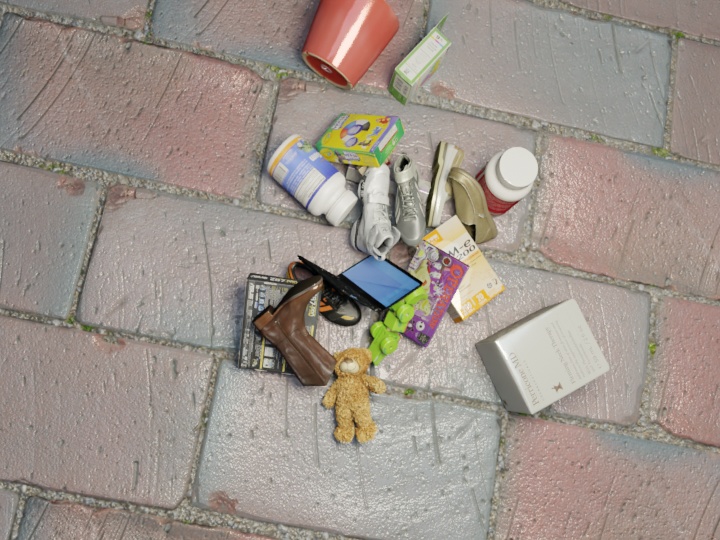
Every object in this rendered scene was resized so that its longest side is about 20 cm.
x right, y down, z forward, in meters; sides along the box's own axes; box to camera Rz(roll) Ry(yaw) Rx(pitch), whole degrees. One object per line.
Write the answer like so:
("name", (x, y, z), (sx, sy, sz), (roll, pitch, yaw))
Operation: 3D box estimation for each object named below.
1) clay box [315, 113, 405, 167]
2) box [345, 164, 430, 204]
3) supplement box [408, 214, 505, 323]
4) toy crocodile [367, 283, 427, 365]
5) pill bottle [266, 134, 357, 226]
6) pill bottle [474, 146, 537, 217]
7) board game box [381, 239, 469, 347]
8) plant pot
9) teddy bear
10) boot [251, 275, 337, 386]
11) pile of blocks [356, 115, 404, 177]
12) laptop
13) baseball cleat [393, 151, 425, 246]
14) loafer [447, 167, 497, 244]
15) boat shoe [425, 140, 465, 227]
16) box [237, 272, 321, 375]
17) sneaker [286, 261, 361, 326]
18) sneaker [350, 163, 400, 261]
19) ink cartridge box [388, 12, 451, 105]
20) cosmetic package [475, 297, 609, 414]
("clay box", (-0.012, -0.292, 1.354), (0.197, 0.048, 0.116), (15, 58, 37))
("box", (0.064, -0.207, 1.411), (0.196, 0.042, 0.039), (17, 52, -2))
("supplement box", (0.215, -0.002, 1.378), (0.125, 0.074, 0.202), (-33, 85, -10))
("toy crocodile", (0.075, 0.116, 1.318), (0.061, 0.068, 0.203), (15, 109, -37))
("pill bottle", (-0.103, -0.196, 1.361), (0.199, 0.112, 0.112), (41, 79, 2))
("pill bottle", (0.318, -0.197, 1.358), (0.109, 0.200, 0.115), (1, 80, -5))
("board game box", (0.141, 0.051, 1.334), (0.118, 0.032, 0.203), (28, 103, 9))
("plant pot", (-0.035, -0.530, 1.394), (0.198, 0.200, 0.180), (31, 89, 0))
("teddy bear", (-0.017, 0.265, 1.298), (0.142, 0.066, 0.205), (9, 85, 34))
("boot", (-0.095, 0.131, 1.240), (0.185, 0.064, 0.201), (-33, 105, 20))
("pile of blocks", (0.043, -0.270, 1.400), (0.062, 0.081, 0.202), (50, 52, -30))
("laptop", (0.000, 0.000, 1.275), (0.176, 0.199, 0.105), (34, 92, 45))
("baseball cleat", (0.096, -0.158, 1.317), (0.068, 0.107, 0.205), (-11, 66, 13))
("loafer", (0.245, -0.138, 1.371), (0.067, 0.076, 0.202), (-39, 115, -12))
("boat shoe", (0.197, -0.195, 1.410), (0.067, 0.075, 0.205), (12, 84, -6))
("box", (-0.170, 0.116, 1.289), (0.157, 0.049, 0.205), (8, 107, -3))
("sneaker", (-0.081, 0.052, 1.330), (0.199, 0.090, 0.070), (38, 79, 2))
("sneaker", (0.042, -0.122, 1.314), (0.074, 0.115, 0.204), (2, 111, -32))
("ink cartridge box", (0.155, -0.497, 1.443), (0.059, 0.104, 0.201), (40, 78, 2))
("cosmetic package", (0.384, 0.186, 1.316), (0.197, 0.166, 0.170), (-26, 84, -8))
